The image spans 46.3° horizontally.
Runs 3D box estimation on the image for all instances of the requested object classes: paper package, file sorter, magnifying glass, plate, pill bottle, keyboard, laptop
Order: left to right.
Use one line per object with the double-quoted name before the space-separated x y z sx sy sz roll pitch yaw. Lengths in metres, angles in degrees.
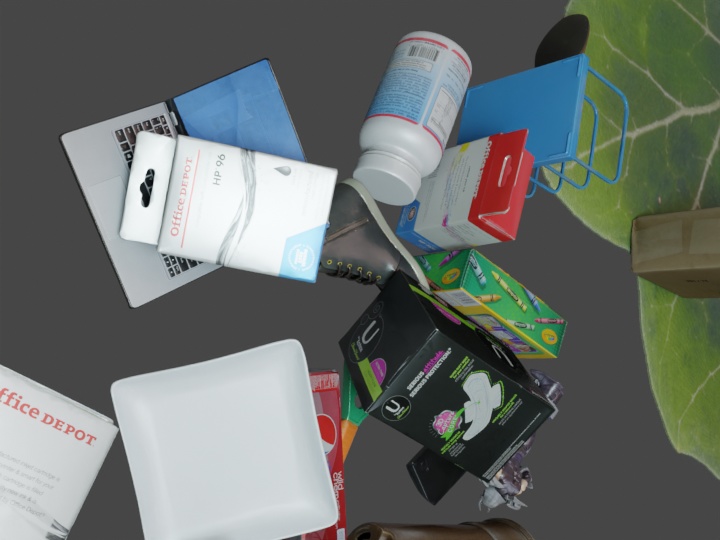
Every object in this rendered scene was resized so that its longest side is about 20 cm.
"laptop" -0.166 -0.089 0.863 0.199 0.115 0.189 -28 102 -36
"plate" -0.137 0.187 0.868 0.197 0.032 0.202 -13 94 -7
"magnifying glass" -0.006 0.166 1.025 0.079 0.022 0.202 37 63 -29
"pill bottle" 0.062 -0.188 1.054 0.108 0.108 0.202 34 66 -30
"keyboard" 0.128 0.205 1.124 0.199 0.020 0.128 -38 114 -35
"file sorter" 0.243 -0.179 1.140 0.122 0.199 0.141 23 72 -37
"paper package" 0.581 -0.025 1.386 0.189 0.199 0.105 20 74 -35

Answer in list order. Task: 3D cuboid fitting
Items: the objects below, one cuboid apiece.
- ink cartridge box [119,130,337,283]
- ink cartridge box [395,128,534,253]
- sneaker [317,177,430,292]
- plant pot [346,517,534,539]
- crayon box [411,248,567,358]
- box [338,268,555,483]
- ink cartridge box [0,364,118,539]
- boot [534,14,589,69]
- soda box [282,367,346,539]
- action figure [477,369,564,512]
"ink cartridge box" -0.133 -0.064 0.833 0.197 0.068 0.118 11 94 -12
"ink cartridge box" 0.141 -0.095 1.049 0.067 0.199 0.118 28 70 -32
"sneaker" 0.000 0.000 1.019 0.106 0.075 0.201 -40 101 -28
"plant pot" 0.083 0.380 0.976 0.196 0.200 0.203 16 76 -26
"crayon box" 0.161 0.049 1.102 0.199 0.118 0.059 34 66 -31
"box" 0.096 0.122 0.978 0.199 0.149 0.125 34 103 -28
"ink cartridge box" -0.327 0.196 0.729 0.146 0.085 0.202 35 64 -30
"boot" 0.309 -0.298 1.294 0.075 0.073 0.202 38 67 -49
"soda box" -0.062 0.212 0.943 0.063 0.070 0.203 0 86 -37
"action figure" 0.212 0.238 1.146 0.201 0.069 0.130 -58 139 -16
